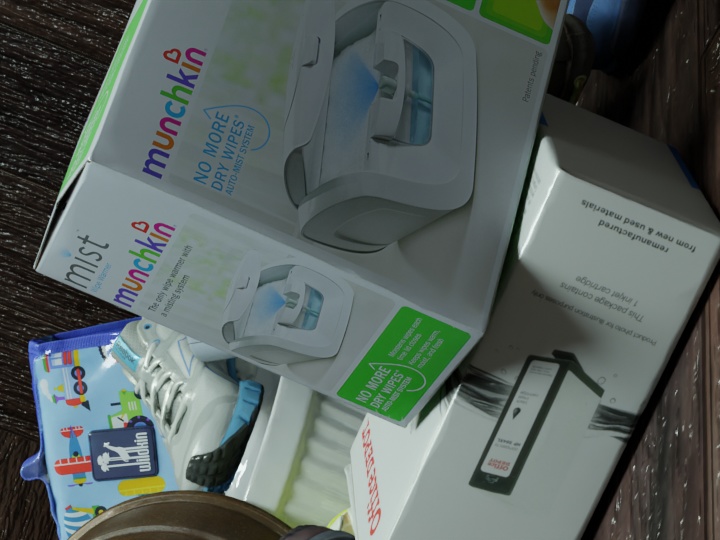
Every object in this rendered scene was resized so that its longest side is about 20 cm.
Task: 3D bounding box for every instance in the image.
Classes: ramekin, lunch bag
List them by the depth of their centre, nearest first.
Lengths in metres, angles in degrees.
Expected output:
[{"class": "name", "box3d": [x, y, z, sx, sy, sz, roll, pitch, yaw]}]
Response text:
[{"class": "ramekin", "box3d": [-0.031, 0.138, 1.404, 0.200, 0.104, 0.202, -159, 90, -81]}, {"class": "lunch bag", "box3d": [-0.117, 0.104, 1.542, 0.094, 0.198, 0.152, -145, 45, -82]}]

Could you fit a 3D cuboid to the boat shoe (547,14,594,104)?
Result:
[{"class": "boat shoe", "box3d": [0.074, -0.083, 1.293, 0.201, 0.060, 0.072, 122, 139, -74]}]

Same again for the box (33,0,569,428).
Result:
[{"class": "box", "box3d": [-0.021, -0.064, 1.037, 0.097, 0.175, 0.201, 127, 164, -54]}]

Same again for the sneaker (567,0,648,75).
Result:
[{"class": "sneaker", "box3d": [0.106, -0.150, 1.315, 0.200, 0.082, 0.074, 172, 121, -77]}]

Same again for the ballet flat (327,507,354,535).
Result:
[{"class": "ballet flat", "box3d": [0.010, 0.156, 1.215, 0.200, 0.066, 0.067, -94, -12, -61]}]

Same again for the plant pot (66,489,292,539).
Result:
[{"class": "plant pot", "box3d": [-0.112, 0.224, 1.214, 0.202, 0.199, 0.198, -67, -10, 8]}]

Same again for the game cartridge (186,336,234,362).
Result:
[{"class": "game cartridge", "box3d": [0.000, 0.000, 1.377, 0.200, 0.132, 0.042, -39, -60, -61]}]

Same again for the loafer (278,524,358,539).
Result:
[{"class": "loafer", "box3d": [-0.030, 0.205, 1.116, 0.063, 0.072, 0.202, 21, 121, 47]}]

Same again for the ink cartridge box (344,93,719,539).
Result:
[{"class": "ink cartridge box", "box3d": [0.072, 0.038, 1.072, 0.146, 0.084, 0.201, -98, 30, -71]}]

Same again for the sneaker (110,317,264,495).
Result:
[{"class": "sneaker", "box3d": [-0.103, 0.069, 1.389, 0.200, 0.086, 0.075, -98, 32, -70]}]
